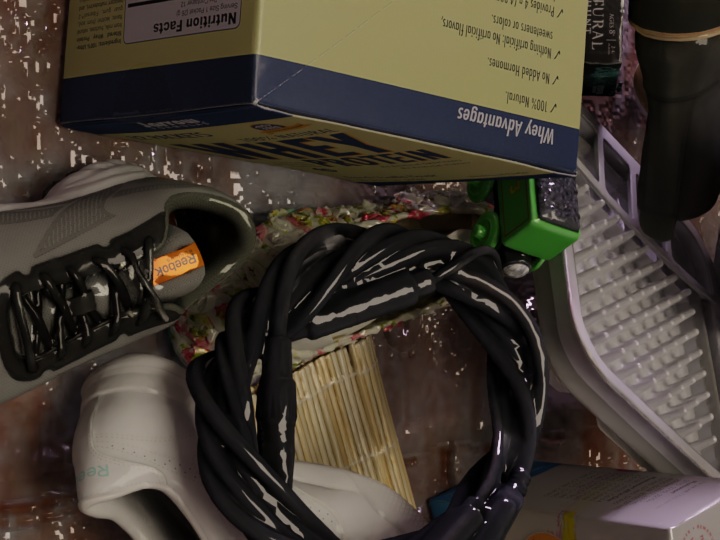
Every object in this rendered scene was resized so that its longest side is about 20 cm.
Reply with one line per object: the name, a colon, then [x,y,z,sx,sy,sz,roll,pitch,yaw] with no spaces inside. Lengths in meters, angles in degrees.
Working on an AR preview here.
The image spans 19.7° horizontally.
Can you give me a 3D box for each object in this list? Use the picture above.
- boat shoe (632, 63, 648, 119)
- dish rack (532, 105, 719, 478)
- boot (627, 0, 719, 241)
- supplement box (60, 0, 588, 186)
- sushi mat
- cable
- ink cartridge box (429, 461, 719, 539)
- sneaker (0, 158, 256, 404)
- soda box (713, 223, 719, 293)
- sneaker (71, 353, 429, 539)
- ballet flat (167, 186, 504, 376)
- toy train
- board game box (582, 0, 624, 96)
boat shoe: [0.235,-0.127,1.193,0.199,0.069,0.071,-26,87,-19]
dish rack: [0.134,0.018,1.069,0.172,0.043,0.200,42,31,-36]
boot: [0.198,-0.114,1.116,0.200,0.077,0.139,-30,129,-44]
supplement box: [-0.009,-0.150,0.919,0.199,0.134,0.201,8,84,-42]
sushi mat: [-0.003,0.136,1.009,0.096,0.012,0.201,-27,108,-39]
cable: [0.008,0.059,0.909,0.163,0.051,0.200,41,55,-10]
ink cartridge box: [0.133,0.162,1.008,0.068,0.200,0.116,-20,103,-41]
sneaker: [-0.115,0.003,0.827,0.200,0.079,0.074,-36,124,-53]
soda box: [0.226,-0.010,1.093,0.200,0.063,0.068,75,10,-66]
sneaker: [-0.045,0.122,0.905,0.200,0.075,0.089,32,39,-23]
ballet flat: [0.000,0.000,0.977,0.200,0.064,0.076,-23,107,-40]
toy train: [0.076,-0.090,1.009,0.042,0.056,0.201,16,56,-29]
board game box: [0.123,-0.196,1.062,0.135,0.028,0.201,12,79,-84]
